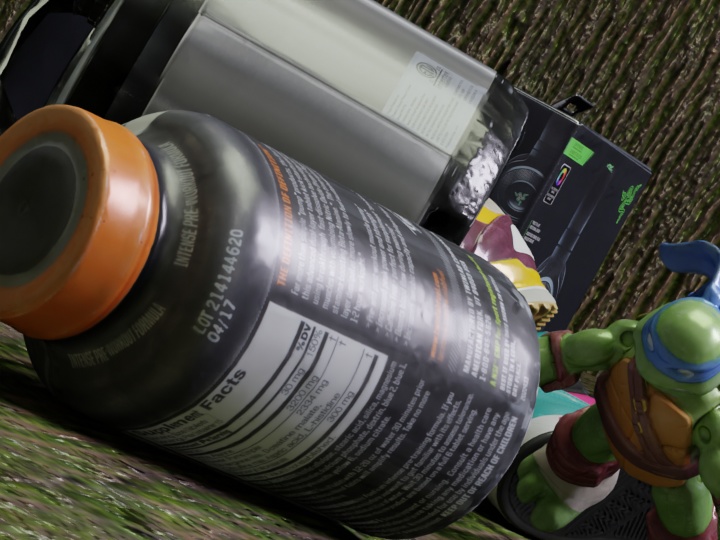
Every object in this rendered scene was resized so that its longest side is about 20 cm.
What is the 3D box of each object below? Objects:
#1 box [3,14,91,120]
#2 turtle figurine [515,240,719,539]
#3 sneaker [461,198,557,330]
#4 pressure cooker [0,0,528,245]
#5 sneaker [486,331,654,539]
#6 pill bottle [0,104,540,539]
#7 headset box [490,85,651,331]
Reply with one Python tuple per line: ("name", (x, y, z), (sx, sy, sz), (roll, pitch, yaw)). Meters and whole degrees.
("box", (-0.120, -0.089, 2.013), (0.199, 0.118, 0.197), (29, 2, 17))
("turtle figurine", (0.096, 0.097, 1.200), (0.143, 0.201, 0.194), (7, -20, 5))
("sneaker", (0.000, 0.000, 1.380), (0.199, 0.075, 0.090), (1, 55, -46))
("pressure cooker", (-0.053, -0.046, 1.180), (0.199, 0.179, 0.176), (30, 5, -2))
("sneaker", (0.111, 0.092, 1.420), (0.200, 0.084, 0.121), (25, 14, -39))
("pill bottle", (-0.039, 0.013, 0.981), (0.200, 0.107, 0.106), (27, 3, -43))
("headset box", (0.071, -0.015, 1.702), (0.093, 0.201, 0.174), (29, 2, 21))
